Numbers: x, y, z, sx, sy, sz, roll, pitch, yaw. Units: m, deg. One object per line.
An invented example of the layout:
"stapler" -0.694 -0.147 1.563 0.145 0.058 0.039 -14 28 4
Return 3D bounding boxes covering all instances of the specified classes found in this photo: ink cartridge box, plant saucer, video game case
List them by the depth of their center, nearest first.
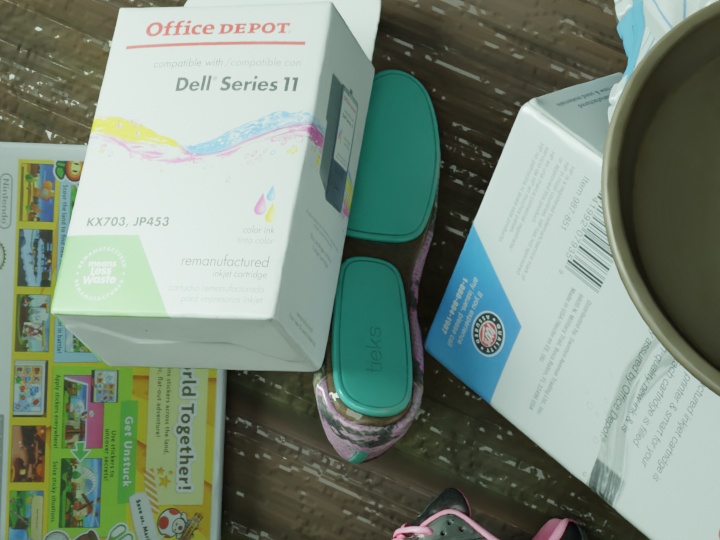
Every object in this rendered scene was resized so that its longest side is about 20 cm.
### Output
"plant saucer" 0.192 -0.022 0.913 0.198 0.030 0.202 3 68 -7
"ink cartridge box" 0.144 0.028 1.015 0.200 0.083 0.146 40 126 25
"ink cartridge box" -0.064 -0.058 1.055 0.116 0.067 0.202 0 66 21
"video game case" -0.154 0.038 1.111 0.180 0.023 0.202 1 94 -17

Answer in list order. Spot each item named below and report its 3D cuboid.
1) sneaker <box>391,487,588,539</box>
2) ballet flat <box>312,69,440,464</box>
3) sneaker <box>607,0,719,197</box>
"sneaker" 0.025 0.154 1.095 0.198 0.079 0.096 2 86 -13
"ballet flat" 0.000 0.000 1.088 0.068 0.071 0.202 9 61 -14
"sneaker" 0.157 -0.107 0.998 0.074 0.201 0.087 18 129 -15
